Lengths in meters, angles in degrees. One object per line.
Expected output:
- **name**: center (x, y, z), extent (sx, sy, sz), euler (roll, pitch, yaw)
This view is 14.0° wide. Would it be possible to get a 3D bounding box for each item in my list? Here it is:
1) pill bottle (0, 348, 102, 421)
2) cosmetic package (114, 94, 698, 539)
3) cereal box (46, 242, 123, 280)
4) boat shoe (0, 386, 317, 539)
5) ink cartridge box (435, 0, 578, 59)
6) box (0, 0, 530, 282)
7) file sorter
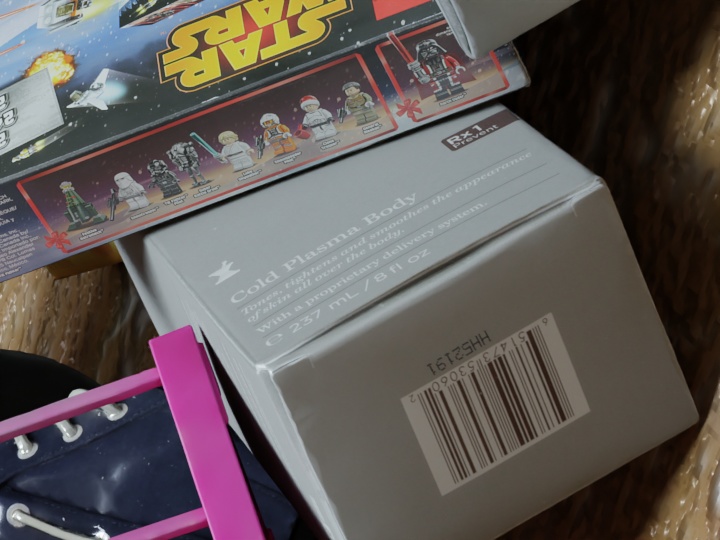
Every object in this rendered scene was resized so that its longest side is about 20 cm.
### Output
- **pill bottle**: center (-0.155, 0.132, 1.112), extent (0.201, 0.111, 0.112), euler (-62, 28, 29)
- **cosmetic package**: center (0.000, 0.000, 0.827), extent (0.200, 0.107, 0.090), euler (43, 161, 59)
- **cereal box**: center (-0.139, -0.091, 1.117), extent (0.040, 0.200, 0.144), euler (-41, 12, -23)
- **boat shoe**: center (-0.102, 0.070, 0.966), extent (0.075, 0.199, 0.093), euler (3, -71, -82)
- **ink cartridge box**: center (0.065, -0.170, 0.791), extent (0.173, 0.044, 0.200), euler (-28, 46, 3)
- **box**: center (-0.060, -0.076, 0.834), extent (0.199, 0.040, 0.137), euler (-20, 46, 10)
- **file sorter**: center (-0.062, 0.149, 0.776), extent (0.139, 0.125, 0.201), euler (74, 176, -55)
